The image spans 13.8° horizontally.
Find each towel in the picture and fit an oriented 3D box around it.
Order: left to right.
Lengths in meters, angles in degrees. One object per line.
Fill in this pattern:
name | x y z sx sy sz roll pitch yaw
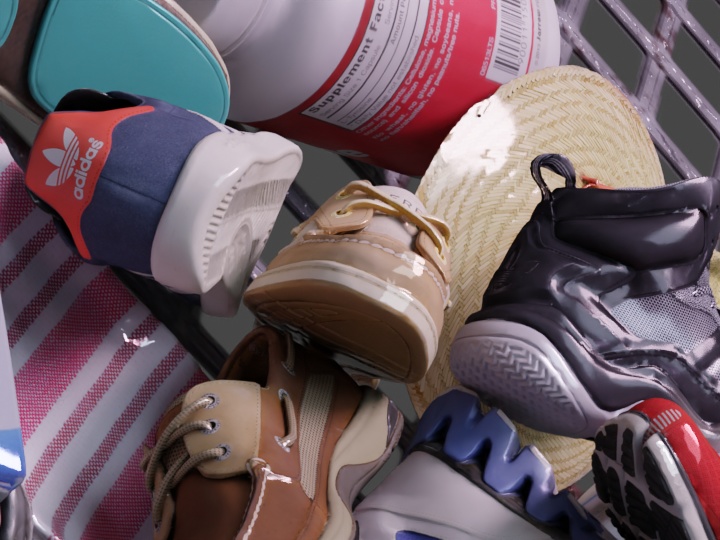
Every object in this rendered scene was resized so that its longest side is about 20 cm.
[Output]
towel | -0.098 0.051 1.063 0.200 0.030 0.147 49 31 -13

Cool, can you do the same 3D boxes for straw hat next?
straw hat | 0.109 0.010 1.257 0.200 0.085 0.203 -8 101 -49

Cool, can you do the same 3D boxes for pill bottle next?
pill bottle | -0.015 -0.109 1.249 0.199 0.112 0.113 16 49 -48

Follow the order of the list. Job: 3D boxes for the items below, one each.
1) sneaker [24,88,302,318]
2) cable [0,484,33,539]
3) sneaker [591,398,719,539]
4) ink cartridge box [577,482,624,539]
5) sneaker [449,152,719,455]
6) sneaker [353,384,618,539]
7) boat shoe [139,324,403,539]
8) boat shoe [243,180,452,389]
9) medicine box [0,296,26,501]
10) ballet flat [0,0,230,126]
sneaker | -0.076 -0.031 1.102 0.084 0.075 0.200 22 -4 6
cable | -0.127 0.137 0.881 0.050 0.097 0.201 32 41 -50
sneaker | 0.158 0.104 1.127 0.200 0.085 0.077 50 -6 -36
ink cartridge box | 0.147 0.151 1.261 0.146 0.087 0.200 55 29 0
sneaker | 0.135 0.027 1.177 0.199 0.075 0.115 25 75 -25
sneaker | 0.056 0.141 1.103 0.199 0.115 0.081 40 -19 37
boat shoe | -0.044 0.077 1.025 0.074 0.076 0.200 45 20 -6
boat shoe | 0.000 0.000 1.111 0.073 0.070 0.200 27 -9 -5
medicine box | -0.198 0.003 0.815 0.103 0.182 0.201 21 45 -44
ballet flat | -0.136 -0.097 1.120 0.199 0.069 0.070 23 44 -40
